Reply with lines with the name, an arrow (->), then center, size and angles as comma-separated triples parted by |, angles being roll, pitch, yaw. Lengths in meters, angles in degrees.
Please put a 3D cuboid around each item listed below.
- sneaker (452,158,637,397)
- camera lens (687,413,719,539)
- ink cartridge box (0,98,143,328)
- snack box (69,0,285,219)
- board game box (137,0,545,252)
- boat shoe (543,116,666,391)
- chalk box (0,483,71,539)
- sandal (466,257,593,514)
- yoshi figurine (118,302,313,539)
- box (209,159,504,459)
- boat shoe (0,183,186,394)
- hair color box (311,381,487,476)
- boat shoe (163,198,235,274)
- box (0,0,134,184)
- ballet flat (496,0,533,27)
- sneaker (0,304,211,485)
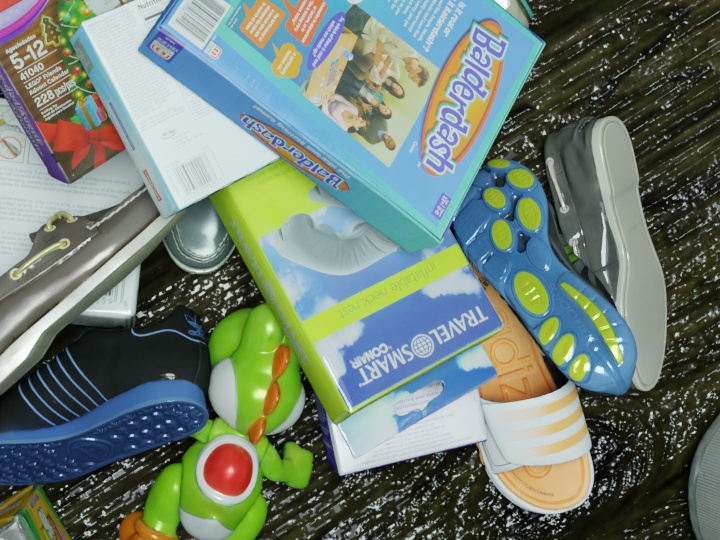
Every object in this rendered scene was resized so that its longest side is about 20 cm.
sneaker -> 0.125, 0.007, 0.782 | 0.070, 0.083, 0.200 | -32, 61, 4
camera lens -> 0.330, 0.164, 0.767 | 0.158, 0.200, 0.162 | 0, 89, -9
ink cartridge box -> -0.243, -0.058, 0.759 | 0.198, 0.044, 0.175 | 6, 75, -10
snack box -> -0.057, -0.128, 0.676 | 0.199, 0.037, 0.117 | -30, 97, -26
board game box -> -0.004, -0.130, 0.655 | 0.199, 0.045, 0.153 | 36, 69, -17
boat shoe -> 0.179, -0.012, 0.828 | 0.067, 0.057, 0.202 | -14, 96, -45
chalk box -> -0.215, 0.260, 0.716 | 0.124, 0.124, 0.201 | -28, 94, -10
sandal -> 0.111, 0.080, 0.805 | 0.079, 0.059, 0.208 | -21, 92, -9
yoshi figurine -> -0.088, 0.109, 0.769 | 0.112, 0.112, 0.201 | 30, 100, 32
box -> 0.000, 0.000, 0.713 | 0.121, 0.048, 0.201 | -26, 81, -21
boat shoe -> -0.187, 0.001, 0.699 | 0.200, 0.072, 0.060 | -45, 91, -11
hair color box -> 0.012, 0.030, 0.788 | 0.108, 0.065, 0.202 | -11, 92, -9
boat shoe -> -0.103, -0.099, 0.772 | 0.072, 0.062, 0.202 | 8, 87, -9
box -> -0.133, -0.163, 0.683 | 0.200, 0.039, 0.138 | -38, 119, -22
ballet flat -> 0.051, -0.245, 0.803 | 0.069, 0.069, 0.201 | -30, 94, -9
sneaker -> -0.184, 0.084, 0.741 | 0.198, 0.070, 0.078 | -17, 53, 17
